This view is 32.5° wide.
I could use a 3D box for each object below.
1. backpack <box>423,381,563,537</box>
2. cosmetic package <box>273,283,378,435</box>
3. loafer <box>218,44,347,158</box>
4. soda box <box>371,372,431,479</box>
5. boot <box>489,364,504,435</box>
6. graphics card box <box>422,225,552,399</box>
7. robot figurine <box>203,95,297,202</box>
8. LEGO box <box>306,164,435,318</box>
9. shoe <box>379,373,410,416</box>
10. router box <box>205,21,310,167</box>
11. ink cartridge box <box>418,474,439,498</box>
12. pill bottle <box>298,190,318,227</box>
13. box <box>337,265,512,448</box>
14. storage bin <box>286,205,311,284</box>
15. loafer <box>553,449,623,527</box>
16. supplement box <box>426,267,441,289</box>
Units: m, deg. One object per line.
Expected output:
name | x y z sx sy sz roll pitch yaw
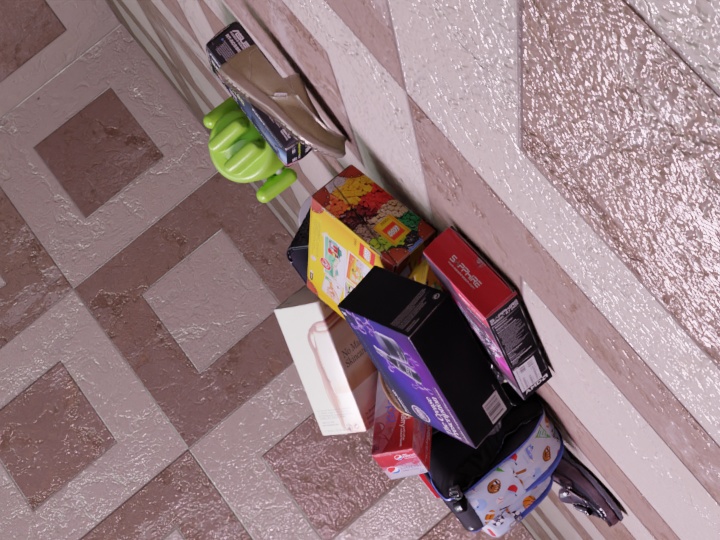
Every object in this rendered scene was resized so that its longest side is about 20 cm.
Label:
backpack | 0.189 0.258 1.721 0.154 0.190 0.200 47 -179 -30
cosmetic package | -0.032 0.120 1.754 0.086 0.103 0.202 -11 108 37
loafer | -0.091 -0.221 1.611 0.199 0.069 0.076 37 179 -11
soda box | 0.062 0.183 1.722 0.070 0.063 0.202 56 -150 -45
boot | 0.153 0.110 1.639 0.133 0.069 0.202 -94 6 -47
graphics card box | 0.148 0.052 1.420 0.126 0.051 0.201 48 174 37
robot figurine | -0.173 -0.206 2.009 0.176 0.115 0.200 51 -162 3
LEGO box | 0.009 -0.013 1.596 0.148 0.077 0.201 39 151 20
shoe | 0.054 0.108 1.687 0.053 0.070 0.202 15 -135 -46
router box | -0.146 -0.259 1.851 0.201 0.062 0.150 52 174 3
ink cartridge box | 0.131 0.233 1.958 0.201 0.175 0.084 50 175 6
pill bottle | -0.034 -0.050 2.012 0.114 0.113 0.200 49 175 23
box | 0.078 0.103 1.484 0.140 0.079 0.201 24 152 51
storage bin | 0.000 0.000 1.810 0.134 0.094 0.201 -5 134 37
loafer | 0.299 0.309 1.780 0.200 0.063 0.072 47 173 49
supplement box | 0.099 0.046 1.743 0.201 0.066 0.069 55 174 -38
